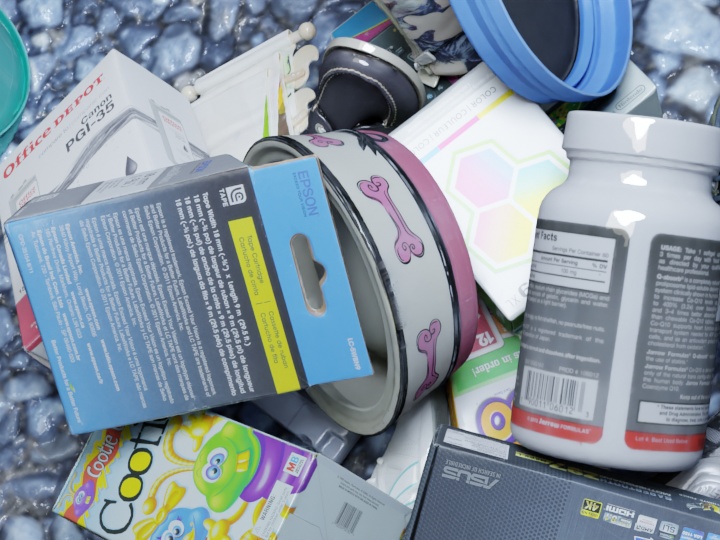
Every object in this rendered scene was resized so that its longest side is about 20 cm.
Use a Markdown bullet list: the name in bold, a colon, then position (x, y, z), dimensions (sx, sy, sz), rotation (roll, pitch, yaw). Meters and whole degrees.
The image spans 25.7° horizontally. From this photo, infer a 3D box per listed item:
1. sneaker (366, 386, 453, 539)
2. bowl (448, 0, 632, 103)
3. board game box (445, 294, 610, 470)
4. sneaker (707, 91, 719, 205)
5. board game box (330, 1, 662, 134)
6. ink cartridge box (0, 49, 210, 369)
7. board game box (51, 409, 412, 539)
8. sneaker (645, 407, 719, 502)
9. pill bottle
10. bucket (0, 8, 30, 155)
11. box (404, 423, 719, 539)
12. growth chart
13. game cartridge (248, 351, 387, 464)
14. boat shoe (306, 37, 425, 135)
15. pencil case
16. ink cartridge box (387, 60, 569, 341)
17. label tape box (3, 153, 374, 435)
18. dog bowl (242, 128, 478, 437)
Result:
- **sneaker**: position (0.020, 0.162, 1.033), dimensions (0.080, 0.070, 0.200), rotation (0, 70, 20)
- **bowl**: position (0.110, -0.202, 1.014), dimensions (0.039, 0.201, 0.201), rotation (-17, 63, 35)
- **board game box**: position (0.107, 0.091, 1.042), dimensions (0.095, 0.030, 0.200), rotation (-6, 69, -6)
- **sneaker**: position (0.248, -0.059, 1.041), dimensions (0.074, 0.081, 0.200), rotation (7, 72, 20)
- **board game box**: position (0.096, -0.136, 1.130), dimensions (0.148, 0.064, 0.200), rotation (-39, 63, -1)
- **ink cartridge box**: position (-0.177, -0.038, 1.115), dimensions (0.147, 0.083, 0.200), rotation (-42, 42, 17)
- **board game box**: position (-0.086, 0.155, 1.013), dimensions (0.200, 0.105, 0.103), rotation (15, 74, 45)
- **sneaker**: position (0.237, 0.095, 0.993), dimensions (0.200, 0.075, 0.114), rotation (-30, 49, 16)
- **pill bottle**: position (0.157, 0.011, 0.933), dimensions (0.116, 0.116, 0.200), rotation (9, 93, 20)
- **bucket**: position (-0.370, -0.159, 1.243), dimensions (0.207, 0.135, 0.207), rotation (-6, 69, 16)
- **box**: position (0.120, 0.195, 0.937), dimensions (0.200, 0.051, 0.158), rotation (16, 101, 5)
- **growth chart**: position (-0.092, -0.089, 1.156), dimensions (0.145, 0.018, 0.200), rotation (-16, 51, 30)
- **game cartridge**: position (-0.053, 0.032, 1.125), dimensions (0.200, 0.041, 0.133), rotation (34, 86, 25)
- **boat shoe**: position (-0.003, -0.092, 1.070), dimensions (0.073, 0.200, 0.063), rotation (22, 73, 3)
- **pencil case**: position (0.032, -0.198, 1.027), dimensions (0.078, 0.200, 0.090), rotation (21, 81, 34)
- **ink cartridge box**: position (0.108, -0.030, 1.025), dimensions (0.104, 0.059, 0.200), rotation (-38, 79, -1)
- **label tape box**: position (-0.100, 0.009, 0.976), dimensions (0.200, 0.063, 0.144), rotation (-11, 105, 11)
- **dog bowl**: position (0.000, 0.000, 1.004), dimensions (0.074, 0.200, 0.200), rotation (-22, 60, -25)
